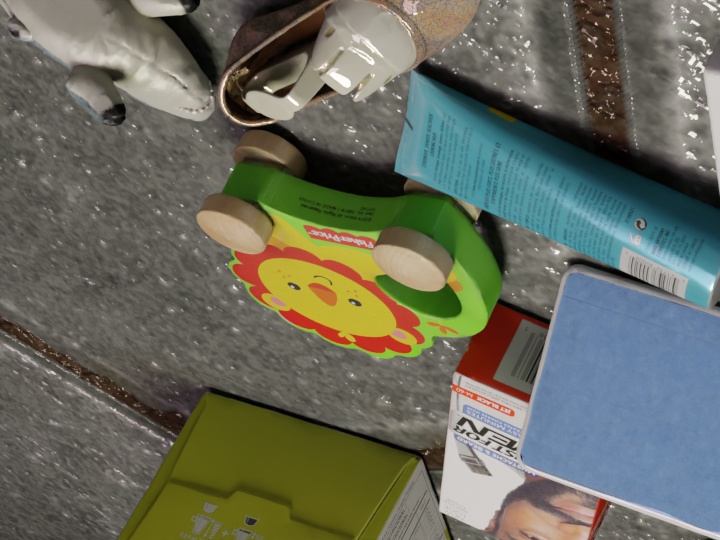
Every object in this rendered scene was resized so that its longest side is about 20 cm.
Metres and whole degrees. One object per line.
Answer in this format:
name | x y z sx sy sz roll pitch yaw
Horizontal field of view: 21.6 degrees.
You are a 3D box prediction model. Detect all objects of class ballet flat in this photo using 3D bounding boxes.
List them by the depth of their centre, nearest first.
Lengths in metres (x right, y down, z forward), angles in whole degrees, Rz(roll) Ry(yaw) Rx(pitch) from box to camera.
ballet flat | -0.011 -0.115 0.998 0.068 0.067 0.200 41 149 -19

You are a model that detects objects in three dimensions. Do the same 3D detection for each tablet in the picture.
tablet | 0.195 0.085 1.088 0.200 0.130 0.014 18 -168 22

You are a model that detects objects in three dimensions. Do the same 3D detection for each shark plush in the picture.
shark plush | -0.178 -0.145 1.114 0.200 0.091 0.083 21 180 7

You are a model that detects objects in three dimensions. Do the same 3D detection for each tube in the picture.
tube | 0.109 -0.042 1.026 0.200 0.050 0.078 25 133 16

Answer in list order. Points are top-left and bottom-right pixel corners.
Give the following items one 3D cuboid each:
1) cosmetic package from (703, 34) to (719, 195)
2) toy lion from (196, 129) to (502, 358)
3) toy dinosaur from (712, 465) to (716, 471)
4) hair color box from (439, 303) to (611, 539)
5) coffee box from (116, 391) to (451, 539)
cosmetic package | 0.227 -0.042 0.888 0.102 0.074 0.200 16 150 26
toy lion | 0.000 0.000 1.184 0.200 0.069 0.192 12 153 30
toy dinosaur | 0.277 0.126 1.102 0.200 0.086 0.136 -19 95 37
hair color box | 0.116 0.114 1.243 0.111 0.064 0.200 22 151 13
coffee box | -0.060 0.248 1.472 0.199 0.200 0.198 14 147 26
